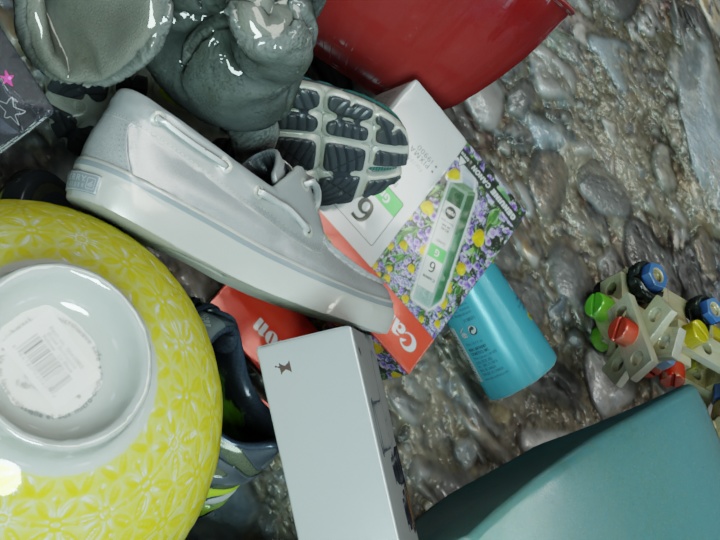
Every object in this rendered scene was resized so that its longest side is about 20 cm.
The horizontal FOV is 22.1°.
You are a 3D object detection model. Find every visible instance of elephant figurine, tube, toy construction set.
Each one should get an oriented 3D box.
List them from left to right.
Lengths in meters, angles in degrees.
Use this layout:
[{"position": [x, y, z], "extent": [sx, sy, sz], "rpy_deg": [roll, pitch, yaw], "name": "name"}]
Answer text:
[{"position": [-0.110, -0.156, 0.869], "extent": [0.199, 0.141, 0.156], "rpy_deg": [19, 87, -6], "name": "elephant figurine"}, {"position": [0.050, -0.015, 1.142], "extent": [0.050, 0.077, 0.201], "rpy_deg": [-35, 100, -20], "name": "tube"}, {"position": [0.215, 0.068, 1.261], "extent": [0.200, 0.092, 0.132], "rpy_deg": [40, 43, -42], "name": "toy construction set"}]

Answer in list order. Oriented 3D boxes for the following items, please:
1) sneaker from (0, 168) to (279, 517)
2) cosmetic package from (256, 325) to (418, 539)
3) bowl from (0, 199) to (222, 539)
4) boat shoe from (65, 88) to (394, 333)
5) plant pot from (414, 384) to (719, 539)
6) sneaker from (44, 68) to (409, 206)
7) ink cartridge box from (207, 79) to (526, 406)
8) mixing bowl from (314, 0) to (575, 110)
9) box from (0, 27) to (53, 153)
[{"position": [-0.106, 0.028, 0.920], "extent": [0.200, 0.081, 0.074], "rpy_deg": [53, 39, -13], "name": "sneaker"}, {"position": [0.001, 0.131, 0.902], "extent": [0.151, 0.051, 0.201], "rpy_deg": [26, 51, -84], "name": "cosmetic package"}, {"position": [-0.142, 0.050, 0.792], "extent": [0.199, 0.108, 0.202], "rpy_deg": [8, 68, -21], "name": "bowl"}, {"position": [-0.053, -0.027, 0.894], "extent": [0.199, 0.072, 0.069], "rpy_deg": [26, 82, -33], "name": "boat shoe"}, {"position": [0.111, 0.175, 1.043], "extent": [0.199, 0.141, 0.142], "rpy_deg": [-17, 82, -45], "name": "plant pot"}, {"position": [-0.068, -0.094, 0.989], "extent": [0.199, 0.078, 0.080], "rpy_deg": [14, 39, -3], "name": "sneaker"}, {"position": [0.000, 0.000, 1.036], "extent": [0.109, 0.050, 0.200], "rpy_deg": [48, 59, -17], "name": "ink cartridge box"}, {"position": [0.019, -0.166, 1.120], "extent": [0.199, 0.109, 0.200], "rpy_deg": [33, 6, -4], "name": "mixing bowl"}, {"position": [-0.255, -0.105, 0.788], "extent": [0.201, 0.132, 0.115], "rpy_deg": [57, 42, -6], "name": "box"}]
